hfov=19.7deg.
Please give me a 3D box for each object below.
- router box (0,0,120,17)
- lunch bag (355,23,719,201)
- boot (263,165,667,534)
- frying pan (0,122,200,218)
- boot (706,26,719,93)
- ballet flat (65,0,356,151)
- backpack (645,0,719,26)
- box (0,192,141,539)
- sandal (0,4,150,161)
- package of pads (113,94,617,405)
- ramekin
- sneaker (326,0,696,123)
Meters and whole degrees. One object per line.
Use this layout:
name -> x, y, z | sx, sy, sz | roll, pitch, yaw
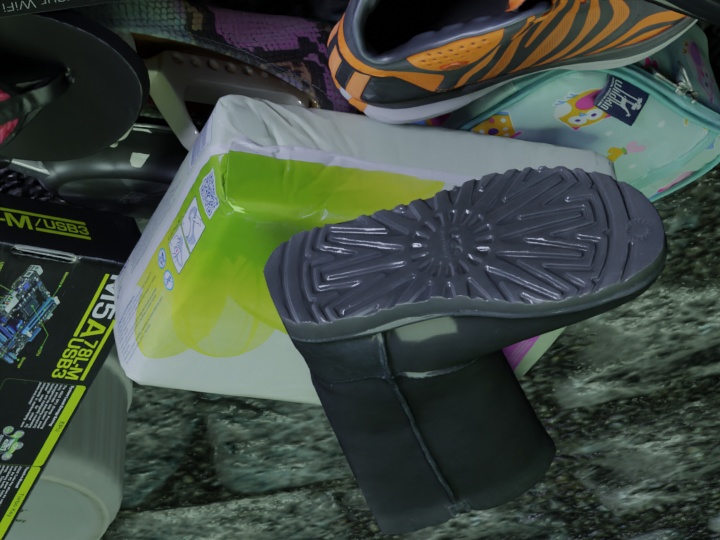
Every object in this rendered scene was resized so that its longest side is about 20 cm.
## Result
router box -> -0.091, -0.169, 0.782 | 0.198, 0.053, 0.158 | -8, 151, -5
lunch bag -> 0.076, -0.062, 1.002 | 0.199, 0.078, 0.160 | -29, 146, 31
boot -> 0.059, 0.044, 0.898 | 0.163, 0.066, 0.200 | -7, 144, 11
frying pan -> -0.132, -0.055, 0.961 | 0.114, 0.031, 0.189 | -8, 163, 44
boot -> 0.261, -0.134, 0.968 | 0.131, 0.070, 0.200 | -1, 161, -23
ballet flat -> -0.087, -0.085, 0.912 | 0.199, 0.072, 0.069 | 6, 145, -28
backpack -> 0.150, -0.167, 0.752 | 0.199, 0.169, 0.162 | 9, -173, -24
box -> -0.224, 0.046, 0.990 | 0.192, 0.048, 0.201 | 8, 127, -36
sandal -> -0.186, -0.075, 0.857 | 0.198, 0.045, 0.076 | 7, 128, 4
package of pads -> 0.000, 0.000, 0.942 | 0.198, 0.069, 0.155 | 8, 144, -23
ramekin -> -0.225, 0.108, 1.181 | 0.201, 0.095, 0.203 | -8, 151, -5
sneaker -> 0.082, -0.121, 0.846 | 0.199, 0.078, 0.112 | -27, 174, -6
